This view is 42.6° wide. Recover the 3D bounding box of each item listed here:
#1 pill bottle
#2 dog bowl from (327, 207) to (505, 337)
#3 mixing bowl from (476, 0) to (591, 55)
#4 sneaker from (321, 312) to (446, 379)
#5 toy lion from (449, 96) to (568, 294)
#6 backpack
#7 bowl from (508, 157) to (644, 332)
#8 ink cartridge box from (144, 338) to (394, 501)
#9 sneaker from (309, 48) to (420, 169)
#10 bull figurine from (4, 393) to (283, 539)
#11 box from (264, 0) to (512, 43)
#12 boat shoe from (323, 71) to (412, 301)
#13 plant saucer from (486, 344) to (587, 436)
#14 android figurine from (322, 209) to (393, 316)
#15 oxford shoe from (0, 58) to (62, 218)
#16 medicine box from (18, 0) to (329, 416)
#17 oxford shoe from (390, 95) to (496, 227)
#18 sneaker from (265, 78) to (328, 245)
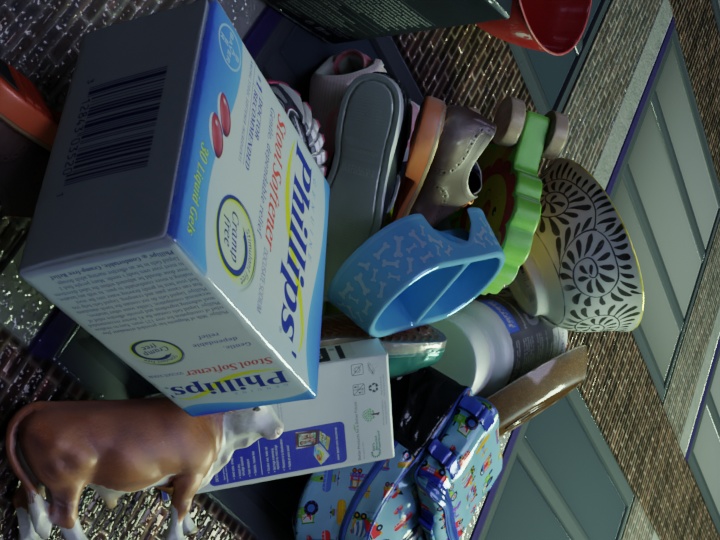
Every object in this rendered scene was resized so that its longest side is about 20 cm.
[{"bbox_3d":[0.141,0.083,1.036,0.199,0.113,0.116,-10,101,-52],"label":"pill bottle"},{"bbox_3d":[0.057,0.004,0.811,0.199,0.050,0.112,-9,145,-52],"label":"dog bowl"},{"bbox_3d":[0.174,-0.341,1.040,0.199,0.107,0.203,-6,97,-52],"label":"mixing bowl"},{"bbox_3d":[-0.019,0.087,0.826,0.197,0.071,0.081,-2,113,-19],"label":"sneaker"},{"bbox_3d":[0.137,-0.074,0.964,0.068,0.200,0.194,15,92,-14],"label":"toy lion"},{"bbox_3d":[0.031,0.207,0.871,0.200,0.133,0.184,-49,148,-31],"label":"backpack"},{"bbox_3d":[0.208,-0.010,0.992,0.093,0.201,0.203,-22,117,-8],"label":"bowl"},{"bbox_3d":[-0.072,0.121,0.762,0.197,0.039,0.101,-8,111,-12],"label":"ink cartridge box"},{"bbox_3d":[0.023,-0.159,0.887,0.199,0.075,0.106,-18,113,-46],"label":"sneaker"},{"bbox_3d":[-0.153,0.138,0.665,0.197,0.065,0.123,3,92,-28],"label":"bull figurine"},{"bbox_3d":[0.030,-0.289,0.781,0.104,0.198,0.150,18,79,-51],"label":"box"},{"bbox_3d":[0.000,-0.070,0.802,0.202,0.075,0.060,-68,165,16],"label":"boat shoe"},{"bbox_3d":[0.178,0.151,1.039,0.199,0.200,0.035,-10,62,-52],"label":"plant saucer"},{"bbox_3d":[0.000,0.000,0.902,0.181,0.041,0.203,-24,112,-49],"label":"android figurine"},{"bbox_3d":[-0.208,-0.064,0.621,0.072,0.071,0.200,-42,142,1],"label":"oxford shoe"},{"bbox_3d":[-0.103,-0.032,0.601,0.200,0.102,0.184,55,30,-52],"label":"medicine box"},{"bbox_3d":[0.069,-0.064,0.834,0.201,0.072,0.072,104,-2,-53],"label":"oxford shoe"},{"bbox_3d":[-0.077,-0.056,0.765,0.074,0.080,0.203,-10,102,-49],"label":"sneaker"}]
